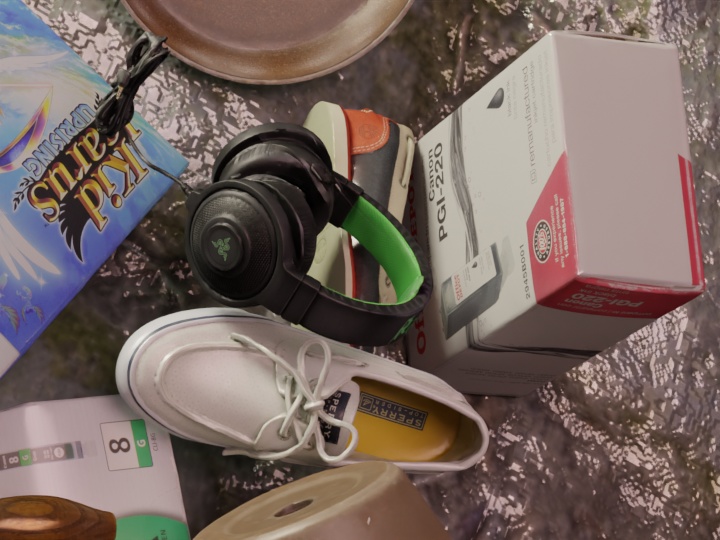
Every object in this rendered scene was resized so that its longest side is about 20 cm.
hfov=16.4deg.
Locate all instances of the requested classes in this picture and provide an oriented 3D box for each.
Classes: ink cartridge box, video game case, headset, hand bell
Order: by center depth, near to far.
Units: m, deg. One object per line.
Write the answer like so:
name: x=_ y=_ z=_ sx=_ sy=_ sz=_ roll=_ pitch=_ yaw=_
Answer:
hand bell: x=-0.215 y=0.125 z=1.207 sx=0.199 sy=0.104 sz=0.105 roll=4 pitch=70 yaw=-27
ink cartridge box: x=-0.181 y=0.150 z=1.254 sx=0.199 sy=0.050 sz=0.162 roll=-4 pitch=73 yaw=-32
video game case: x=-0.210 y=-0.054 z=1.289 sx=0.181 sy=0.045 sz=0.200 roll=45 pitch=48 yaw=-8
headset: x=-0.046 y=-0.041 z=1.294 sx=0.200 sy=0.094 sz=0.124 roll=30 pitch=28 yaw=-5
ink cartridge box: x=0.098 y=-0.027 z=1.381 sx=0.084 sy=0.200 sz=0.146 roll=4 pitch=69 yaw=-23

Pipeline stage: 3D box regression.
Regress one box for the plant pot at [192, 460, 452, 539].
plant pot: x=-0.005 y=0.194 z=1.225 sx=0.200 sy=0.200 sz=0.175 roll=-26 pitch=98 yaw=-33

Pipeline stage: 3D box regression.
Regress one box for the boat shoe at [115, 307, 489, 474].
boat shoe: x=-0.023 y=0.072 z=1.286 sx=0.201 sy=0.086 sz=0.075 roll=17 pitch=91 yaw=-23

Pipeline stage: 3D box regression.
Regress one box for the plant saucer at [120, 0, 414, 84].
plant saucer: x=-0.055 y=-0.207 z=1.425 sx=0.199 sy=0.032 sz=0.201 roll=-1 pitch=94 yaw=-12

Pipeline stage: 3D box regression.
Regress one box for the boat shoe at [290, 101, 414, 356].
boat shoe: x=0.000 y=0.000 z=1.399 sx=0.062 sy=0.071 sz=0.201 roll=14 pitch=61 yaw=-27
